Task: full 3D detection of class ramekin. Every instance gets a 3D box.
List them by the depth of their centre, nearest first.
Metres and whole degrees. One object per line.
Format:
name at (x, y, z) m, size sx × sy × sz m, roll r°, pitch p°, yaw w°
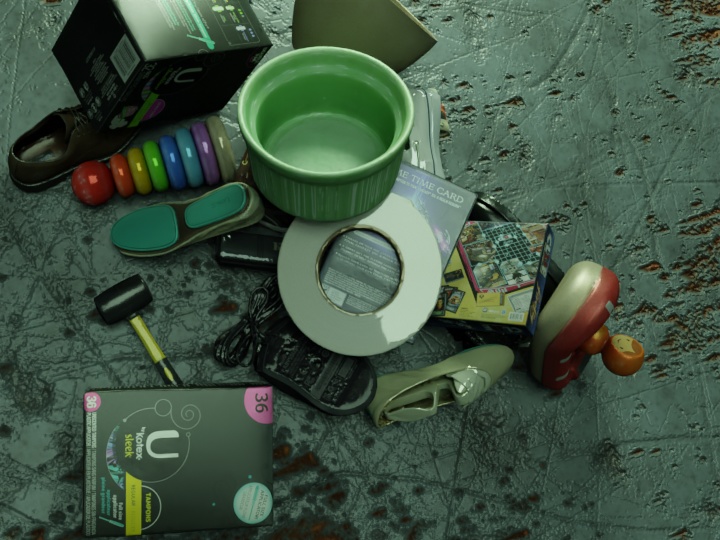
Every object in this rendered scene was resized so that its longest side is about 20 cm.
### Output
ramekin at (-0.040, -0.153, 1.005) m, size 0.197 × 0.098 × 0.202 m, roll 2°, pitch 55°, yaw -2°

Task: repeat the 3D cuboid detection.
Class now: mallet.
mallet at (-0.236, 0.096, 1.047) m, size 0.066 × 0.041 × 0.201 m, roll -39°, pitch 90°, yaw -17°

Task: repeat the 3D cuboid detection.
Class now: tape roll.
tape roll at (0.000, 0.000, 1.044) m, size 0.200 × 0.037 × 0.206 m, roll 0°, pitch 88°, yaw 1°

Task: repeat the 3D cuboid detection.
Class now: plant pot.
plant pot at (-0.015, -0.320, 1.154) m, size 0.200 × 0.200 × 0.135 m, roll 44°, pitch 105°, yaw 1°

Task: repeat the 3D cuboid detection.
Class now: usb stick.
usb stick at (-0.088, -0.019, 1.110) m, size 0.197 × 0.033 × 0.056 m, roll 7°, pitch 38°, yaw -13°

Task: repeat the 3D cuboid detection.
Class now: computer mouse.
computer mouse at (-0.068, 0.108, 1.079) m, size 0.199 × 0.053 × 0.139 m, roll 33°, pitch 69°, yaw 9°

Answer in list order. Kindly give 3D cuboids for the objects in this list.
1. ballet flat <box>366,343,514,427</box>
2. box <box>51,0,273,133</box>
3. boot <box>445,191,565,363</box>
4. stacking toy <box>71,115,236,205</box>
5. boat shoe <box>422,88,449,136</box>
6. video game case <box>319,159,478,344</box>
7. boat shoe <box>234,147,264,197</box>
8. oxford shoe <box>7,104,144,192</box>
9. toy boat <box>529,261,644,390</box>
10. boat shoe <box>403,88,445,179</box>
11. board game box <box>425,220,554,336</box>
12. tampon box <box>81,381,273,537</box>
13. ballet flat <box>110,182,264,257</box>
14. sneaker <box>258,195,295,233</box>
ballet flat at (0.100, 0.148, 1.076) m, size 0.198 × 0.069 × 0.070 m, roll -17°, pitch 78°, yaw 2°
box at (-0.236, -0.269, 1.053) m, size 0.199 × 0.148 × 0.125 m, roll -24°, pitch 81°, yaw -47°
boot at (0.166, 0.014, 1.154) m, size 0.162 × 0.073 × 0.199 m, roll -41°, pitch 86°, yaw -15°
stacking toy at (-0.258, -0.125, 1.085) m, size 0.198 × 0.085 × 0.086 m, roll -18°, pitch 79°, yaw -11°
boat shoe at (0.028, -0.194, 1.178) m, size 0.198 × 0.071 × 0.063 m, roll -16°, pitch 82°, yaw -22°
video game case at (0.041, -0.030, 1.073) m, size 0.142 × 0.019 × 0.202 m, roll 24°, pitch 89°, yaw 1°
boat shoe at (-0.119, -0.179, 1.117) m, size 0.069 × 0.071 × 0.202 m, roll 1°, pitch 50°, yaw 5°
oxford shoe at (-0.339, -0.171, 1.070) m, size 0.200 × 0.084 × 0.073 m, roll -40°, pitch 85°, yaw -22°
toy boat at (0.291, 0.084, 1.086) m, size 0.130 × 0.201 × 0.131 m, roll 29°, pitch 68°, yaw 23°
boat shoe at (0.064, -0.138, 1.121) m, size 0.066 × 0.073 × 0.203 m, roll 5°, pitch 73°, yaw -24°
board game box at (0.134, 0.005, 1.097) m, size 0.198 × 0.035 × 0.137 m, roll 4°, pitch 68°, yaw 32°
tampon box at (-0.200, 0.202, 0.962) m, size 0.197 × 0.126 × 0.152 m, roll 0°, pitch 85°, yaw -14°
ballet flat at (-0.209, -0.053, 1.070) m, size 0.198 × 0.062 × 0.068 m, roll -13°, pitch 71°, yaw 15°
sneaker at (-0.040, -0.094, 1.120) m, size 0.197 × 0.086 × 0.081 m, roll 2°, pitch 72°, yaw -13°
